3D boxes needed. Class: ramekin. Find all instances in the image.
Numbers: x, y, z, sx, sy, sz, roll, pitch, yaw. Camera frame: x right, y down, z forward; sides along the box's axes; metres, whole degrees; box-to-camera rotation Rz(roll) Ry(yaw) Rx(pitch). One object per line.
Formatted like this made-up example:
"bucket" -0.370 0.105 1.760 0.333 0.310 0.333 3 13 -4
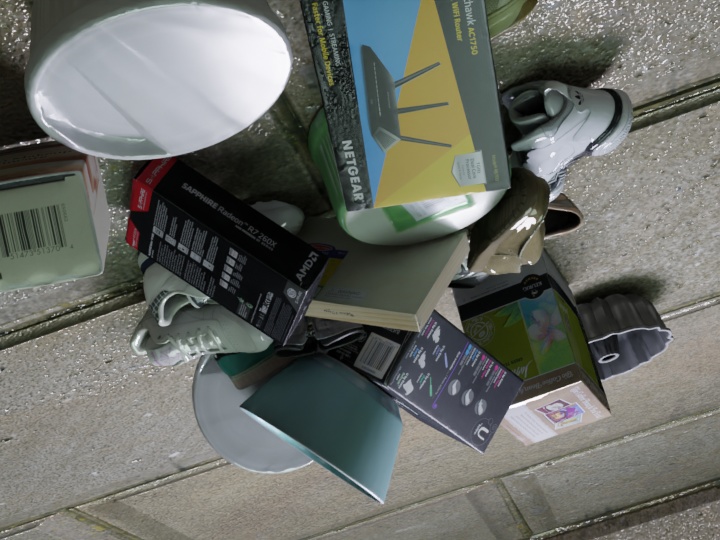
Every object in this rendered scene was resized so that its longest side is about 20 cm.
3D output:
"ramekin" -0.160 -0.178 0.972 0.200 0.095 0.203 -14 155 -6
"ramekin" -0.110 0.139 1.575 0.200 0.205 0.094 -14 -165 -3
"ramekin" 0.053 -0.108 1.254 0.197 0.099 0.201 -13 155 -6

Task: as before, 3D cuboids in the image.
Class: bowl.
"bowl" -0.029 0.169 1.457 0.106 0.199 0.201 -56 155 -9

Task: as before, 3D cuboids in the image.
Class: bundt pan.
"bundt pan" 0.357 0.097 1.884 0.199 0.077 0.202 -12 155 -6

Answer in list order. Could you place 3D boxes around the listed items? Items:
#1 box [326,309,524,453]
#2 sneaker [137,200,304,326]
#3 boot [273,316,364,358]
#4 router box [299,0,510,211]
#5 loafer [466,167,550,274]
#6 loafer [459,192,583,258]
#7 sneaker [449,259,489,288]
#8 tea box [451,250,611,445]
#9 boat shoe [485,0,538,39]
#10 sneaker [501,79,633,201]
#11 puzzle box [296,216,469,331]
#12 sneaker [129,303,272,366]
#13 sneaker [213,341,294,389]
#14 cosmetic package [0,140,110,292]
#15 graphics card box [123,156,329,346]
"box" 0.078 0.115 1.497 0.199 0.107 0.122 37 170 -38
"sneaker" -0.144 -0.009 1.368 0.198 0.081 0.076 -25 152 16
"boot" -0.017 0.018 1.425 0.198 0.133 0.070 -23 155 3
"router box" 0.041 -0.156 1.064 0.147 0.051 0.202 -8 122 8
"loafer" 0.164 -0.049 1.327 0.066 0.077 0.200 9 163 -8
"loafer" 0.158 -0.054 1.444 0.197 0.073 0.063 -12 -163 -15
"sneaker" 0.106 -0.007 1.532 0.197 0.067 0.091 -17 151 -2
"tea box" 0.226 0.102 1.674 0.132 0.199 0.200 -22 154 14
"boat shoe" 0.055 -0.208 1.104 0.199 0.073 0.063 -25 109 28
"sneaker" 0.177 -0.133 1.313 0.114 0.076 0.200 12 148 -33
"puzzle box" 0.000 0.000 1.324 0.198 0.133 0.026 7 133 30
"sneaker" -0.177 0.076 1.411 0.198 0.100 0.075 4 134 43
"sneaker" -0.086 0.053 1.474 0.199 0.080 0.071 -35 -163 2
"cosmetic package" -0.269 -0.052 1.069 0.102 0.089 0.200 -11 -166 -8
"graphics card box" -0.134 -0.020 1.246 0.051 0.199 0.126 -54 174 -32
